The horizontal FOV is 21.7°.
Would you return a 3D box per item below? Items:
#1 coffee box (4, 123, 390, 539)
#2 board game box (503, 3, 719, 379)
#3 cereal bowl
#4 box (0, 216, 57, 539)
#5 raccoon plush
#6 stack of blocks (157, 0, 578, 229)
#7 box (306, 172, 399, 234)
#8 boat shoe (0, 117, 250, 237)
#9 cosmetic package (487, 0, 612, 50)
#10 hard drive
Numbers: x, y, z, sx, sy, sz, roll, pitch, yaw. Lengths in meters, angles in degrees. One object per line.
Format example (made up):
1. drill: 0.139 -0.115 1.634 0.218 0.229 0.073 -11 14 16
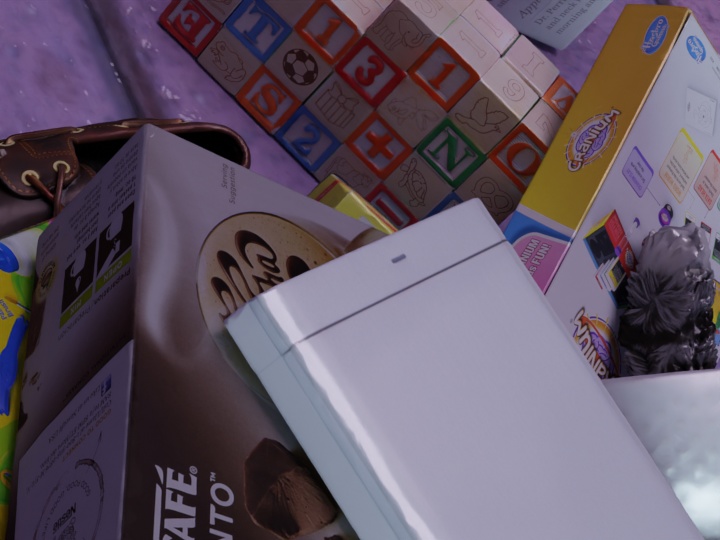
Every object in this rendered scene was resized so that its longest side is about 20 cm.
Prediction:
1. coffee box: -0.046 0.068 0.596 0.113 0.080 0.201 25 44 -28
2. board game box: 0.136 -0.005 0.925 0.153 0.040 0.201 47 65 -42
3. cereal bowl: 0.109 0.088 0.760 0.199 0.200 0.084 2 81 -41
4. box: -0.097 0.096 0.684 0.192 0.122 0.200 -25 76 -50
5. raccoon plush: 0.188 0.083 0.910 0.134 0.096 0.201 6 95 -55
6. stack of blocks: 0.008 -0.104 0.958 0.200 0.115 0.059 44 39 -2
7. box: 0.000 0.000 0.829 0.075 0.050 0.200 43 3 -5
8. boat shoe: -0.130 -0.029 0.796 0.200 0.070 0.071 -27 98 -48
9. cosmetic package: 0.083 -0.270 1.130 0.199 0.165 0.166 19 46 -31
10. hard drive: 0.054 0.078 0.602 0.132 0.027 0.200 -24 79 -53
